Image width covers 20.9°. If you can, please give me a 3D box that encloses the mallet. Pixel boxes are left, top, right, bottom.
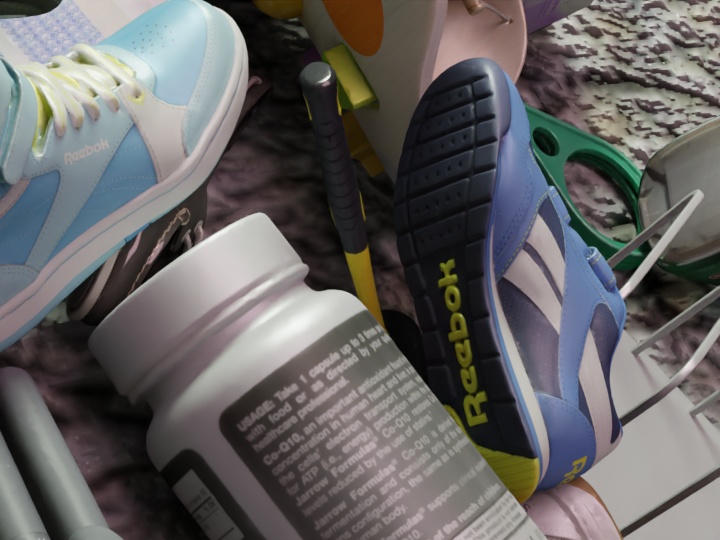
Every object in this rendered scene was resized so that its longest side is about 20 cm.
[{"bbox_3d":[0.000,0.000,0.868,0.041,0.200,0.066,-11,47,3],"label":"mallet"}]

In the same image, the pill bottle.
[{"bbox_3d":[-0.017,0.081,0.829,0.200,0.114,0.114,52,42,5],"label":"pill bottle"}]

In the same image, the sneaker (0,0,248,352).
[{"bbox_3d":[-0.127,-0.067,0.788,0.079,0.131,0.200,26,63,30],"label":"sneaker"}]

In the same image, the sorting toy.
[{"bbox_3d":[0.036,-0.077,0.995,0.180,0.107,0.200,69,15,6],"label":"sorting toy"}]

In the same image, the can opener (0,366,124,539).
[{"bbox_3d":[-0.112,0.097,0.730,0.053,0.067,0.200,8,27,-36],"label":"can opener"}]

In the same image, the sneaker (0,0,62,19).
[{"bbox_3d":[-0.212,-0.091,0.799,0.200,0.077,0.084,-19,87,-19],"label":"sneaker"}]

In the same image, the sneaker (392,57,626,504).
[{"bbox_3d":[0.071,0.003,0.884,0.082,0.074,0.200,-6,87,-36],"label":"sneaker"}]

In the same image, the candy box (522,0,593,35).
[{"bbox_3d":[0.072,-0.252,1.109,0.071,0.168,0.200,-27,77,-15],"label":"candy box"}]

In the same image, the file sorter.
[{"bbox_3d":[0.178,0.084,0.984,0.200,0.125,0.139,47,42,-2],"label":"file sorter"}]

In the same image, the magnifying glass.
[{"bbox_3d":[0.098,-0.077,1.115,0.200,0.022,0.080,39,42,-9],"label":"magnifying glass"}]

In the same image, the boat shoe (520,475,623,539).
[{"bbox_3d":[0.110,0.193,0.896,0.069,0.071,0.200,-27,86,-21],"label":"boat shoe"}]

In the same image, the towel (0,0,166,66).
[{"bbox_3d":[-0.178,-0.113,0.871,0.147,0.024,0.200,48,60,-1],"label":"towel"}]

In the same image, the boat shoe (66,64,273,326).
[{"bbox_3d":[-0.082,-0.043,0.905,0.057,0.067,0.200,29,41,-14],"label":"boat shoe"}]

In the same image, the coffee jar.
[{"bbox_3d":[0.262,-0.024,1.139,0.200,0.104,0.085,16,58,-40],"label":"coffee jar"}]
